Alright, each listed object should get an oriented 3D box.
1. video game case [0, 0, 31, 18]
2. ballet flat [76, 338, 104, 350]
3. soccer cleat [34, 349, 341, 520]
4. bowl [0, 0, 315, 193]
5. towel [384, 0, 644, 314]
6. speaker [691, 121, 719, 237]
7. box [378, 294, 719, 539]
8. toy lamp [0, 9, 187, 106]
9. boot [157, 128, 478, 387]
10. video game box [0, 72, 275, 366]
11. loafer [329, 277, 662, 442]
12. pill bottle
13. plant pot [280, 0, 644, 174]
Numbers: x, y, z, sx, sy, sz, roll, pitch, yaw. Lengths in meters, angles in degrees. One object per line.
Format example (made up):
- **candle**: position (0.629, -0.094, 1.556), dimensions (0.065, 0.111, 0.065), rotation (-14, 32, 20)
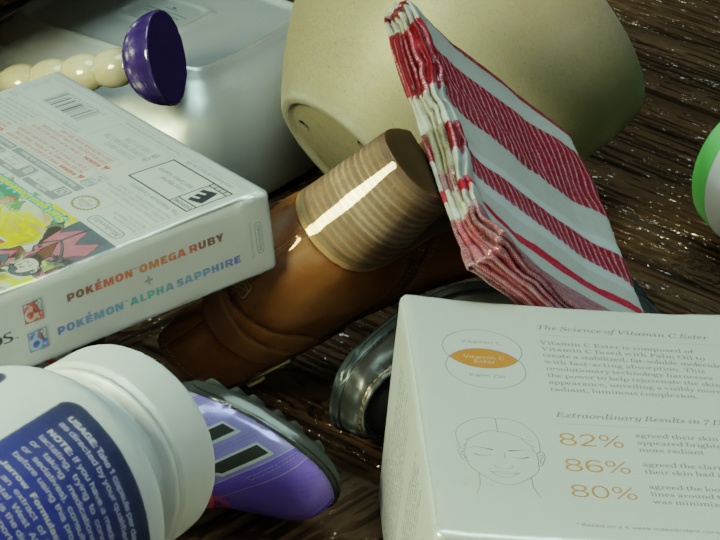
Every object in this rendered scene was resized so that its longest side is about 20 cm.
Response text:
- **video game case**: position (-0.208, -0.149, 1.632), dimensions (0.143, 0.018, 0.200), rotation (-23, 5, 31)
- **ballet flat**: position (-0.168, -0.020, 1.500), dimensions (0.063, 0.068, 0.200), rotation (-10, 29, -10)
- **soccer cleat**: position (-0.108, 0.081, 1.326), dimensions (0.199, 0.068, 0.073), rotation (19, 53, 12)
- **bowl**: position (-0.114, -0.114, 1.690), dimensions (0.199, 0.075, 0.200), rotation (19, 28, 26)
- **towel**: position (0.081, -0.035, 1.414), dimensions (0.144, 0.023, 0.200), rotation (36, 24, -35)
- **speaker**: position (0.268, -0.019, 1.574), dimensions (0.088, 0.089, 0.200), rotation (-15, 34, -36)
- **box**: position (0.091, 0.106, 1.258), dimensions (0.151, 0.107, 0.200), rotation (4, 27, -5)
- **toy lamp**: position (-0.194, -0.096, 1.599), dimensions (0.199, 0.058, 0.058), rotation (-9, 21, 21)
- **boot**: position (0.000, 0.000, 1.441), dimensions (0.200, 0.155, 0.074), rotation (15, 40, -59)
- **video game box**: position (-0.166, -0.019, 1.365), dimensions (0.182, 0.047, 0.200), rotation (-20, 29, -28)
- **loafer**: position (0.076, 0.047, 1.416), dimensions (0.199, 0.073, 0.072), rotation (-15, 38, -35)
- **pill bottle**: position (-0.148, 0.106, 1.189), dimensions (0.119, 0.120, 0.200), rotation (20, 30, 26)
- **plant pot**: position (0.035, -0.106, 1.615), dimensions (0.200, 0.201, 0.135), rotation (30, 70, 39)
